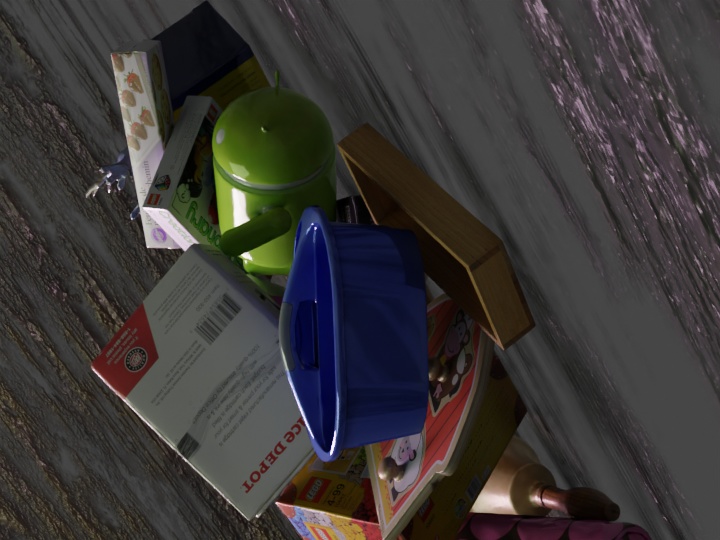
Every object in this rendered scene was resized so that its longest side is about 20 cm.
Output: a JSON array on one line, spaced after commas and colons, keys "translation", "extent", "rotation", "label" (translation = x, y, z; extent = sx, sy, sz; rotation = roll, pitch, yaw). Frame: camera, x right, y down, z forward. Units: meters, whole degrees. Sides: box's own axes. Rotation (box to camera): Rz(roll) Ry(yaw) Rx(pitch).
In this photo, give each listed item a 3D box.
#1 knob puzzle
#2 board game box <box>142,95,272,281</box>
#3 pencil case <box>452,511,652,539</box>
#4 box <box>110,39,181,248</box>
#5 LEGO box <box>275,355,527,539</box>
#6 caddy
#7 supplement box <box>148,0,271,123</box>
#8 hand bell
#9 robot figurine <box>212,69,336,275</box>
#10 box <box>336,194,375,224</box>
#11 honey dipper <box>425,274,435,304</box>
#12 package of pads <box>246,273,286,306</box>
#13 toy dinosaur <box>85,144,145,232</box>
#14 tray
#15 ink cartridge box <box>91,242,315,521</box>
[{"translation": [0.052, 0.097, 1.148], "extent": [0.030, 0.222, 0.219], "rotation": [22, -177, -20], "label": "knob puzzle"}, {"translation": [-0.136, -0.065, 1.365], "extent": [0.034, 0.128, 0.200], "rotation": [6, 155, 29], "label": "board game box"}, {"translation": [0.155, 0.262, 1.189], "extent": [0.198, 0.095, 0.090], "rotation": [-4, 173, 42], "label": "pencil case"}, {"translation": [-0.201, -0.121, 1.320], "extent": [0.042, 0.038, 0.202], "rotation": [-57, -35, -61], "label": "box"}, {"translation": [0.040, 0.170, 1.260], "extent": [0.148, 0.201, 0.078], "rotation": [2, 136, 41], "label": "LEGO box"}, {"translation": [-0.014, 0.049, 1.081], "extent": [0.141, 0.104, 0.203], "rotation": [-167, 74, -73], "label": "caddy"}, {"translation": [-0.147, -0.161, 1.444], "extent": [0.110, 0.108, 0.201], "rotation": [49, 170, 43], "label": "supplement box"}, {"translation": [0.179, 0.211, 1.272], "extent": [0.105, 0.104, 0.200], "rotation": [56, 159, -12], "label": "hand bell"}, {"translation": [-0.080, -0.085, 1.279], "extent": [0.201, 0.114, 0.177], "rotation": [90, -176, -47], "label": "robot figurine"}, {"translation": [0.000, 0.000, 1.337], "extent": [0.200, 0.036, 0.145], "rotation": [-175, 76, -81], "label": "box"}, {"translation": [0.090, 0.074, 1.331], "extent": [0.201, 0.038, 0.038], "rotation": [64, 168, -27], "label": "honey dipper"}, {"translation": [-0.070, 0.118, 1.357], "extent": [0.154, 0.068, 0.202], "rotation": [24, -131, -56], "label": "package of pads"}, {"translation": [-0.206, -0.108, 1.456], "extent": [0.105, 0.200, 0.182], "rotation": [42, -151, -7], "label": "toy dinosaur"}, {"translation": [0.058, -0.031, 1.076], "extent": [0.200, 0.037, 0.099], "rotation": [47, 169, 46], "label": "tray"}, {"translation": [-0.113, 0.096, 1.206], "extent": [0.200, 0.147, 0.083], "rotation": [43, -174, 6], "label": "ink cartridge box"}]
